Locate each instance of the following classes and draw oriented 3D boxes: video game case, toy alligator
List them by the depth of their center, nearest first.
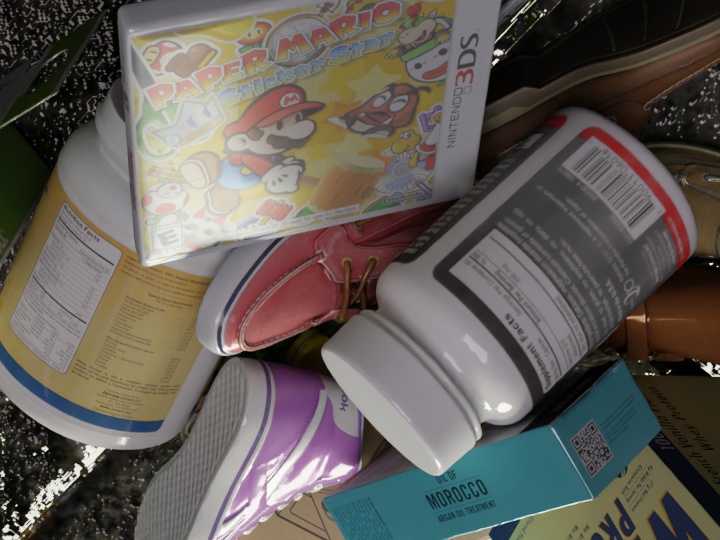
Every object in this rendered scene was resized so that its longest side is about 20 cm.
[{"bbox_3d":[-0.026,-0.085,0.938,0.200,0.023,0.182,-12,143,-14],"label":"video game case"},{"bbox_3d":[-0.059,0.040,1.127,0.059,0.054,0.200,43,99,17],"label":"toy alligator"}]

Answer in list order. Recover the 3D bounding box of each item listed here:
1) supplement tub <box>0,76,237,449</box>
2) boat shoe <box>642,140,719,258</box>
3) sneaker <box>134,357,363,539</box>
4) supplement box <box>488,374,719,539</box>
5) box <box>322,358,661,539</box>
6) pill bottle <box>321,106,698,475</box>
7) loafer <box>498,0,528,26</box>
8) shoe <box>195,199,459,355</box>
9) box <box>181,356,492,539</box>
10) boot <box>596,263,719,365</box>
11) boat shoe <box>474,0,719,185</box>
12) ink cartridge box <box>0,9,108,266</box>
[{"bbox_3d":[-0.135,-0.006,1.084,0.145,0.145,0.200,25,116,-8],"label":"supplement tub"},{"bbox_3d":[0.216,-0.036,1.075,0.200,0.076,0.072,0,117,6],"label":"boat shoe"},{"bbox_3d":[-0.064,0.143,1.121,0.114,0.073,0.201,10,131,-33],"label":"sneaker"},{"bbox_3d":[0.228,0.176,1.071,0.200,0.200,0.134,4,124,-39],"label":"supplement box"},{"bbox_3d":[0.074,0.115,1.034,0.200,0.082,0.049,-25,98,46],"label":"box"},{"bbox_3d":[0.082,0.013,0.980,0.200,0.114,0.114,-42,109,-12],"label":"pill bottle"},{"bbox_3d":[0.049,-0.159,1.035,0.063,0.072,0.200,44,114,-10],"label":"loafer"},{"bbox_3d":[0.000,0.000,1.040,0.091,0.200,0.072,31,139,27],"label":"shoe"},{"bbox_3d":[-0.003,0.127,1.156,0.200,0.021,0.164,-25,83,10],"label":"box"},{"bbox_3d":[0.187,0.029,1.046,0.154,0.200,0.074,5,88,-6],"label":"boot"},{"bbox_3d":[0.146,-0.108,1.055,0.200,0.072,0.068,-20,118,25],"label":"boat shoe"},{"bbox_3d":[-0.224,-0.056,1.064,0.200,0.148,0.076,-30,110,18],"label":"ink cartridge box"}]
